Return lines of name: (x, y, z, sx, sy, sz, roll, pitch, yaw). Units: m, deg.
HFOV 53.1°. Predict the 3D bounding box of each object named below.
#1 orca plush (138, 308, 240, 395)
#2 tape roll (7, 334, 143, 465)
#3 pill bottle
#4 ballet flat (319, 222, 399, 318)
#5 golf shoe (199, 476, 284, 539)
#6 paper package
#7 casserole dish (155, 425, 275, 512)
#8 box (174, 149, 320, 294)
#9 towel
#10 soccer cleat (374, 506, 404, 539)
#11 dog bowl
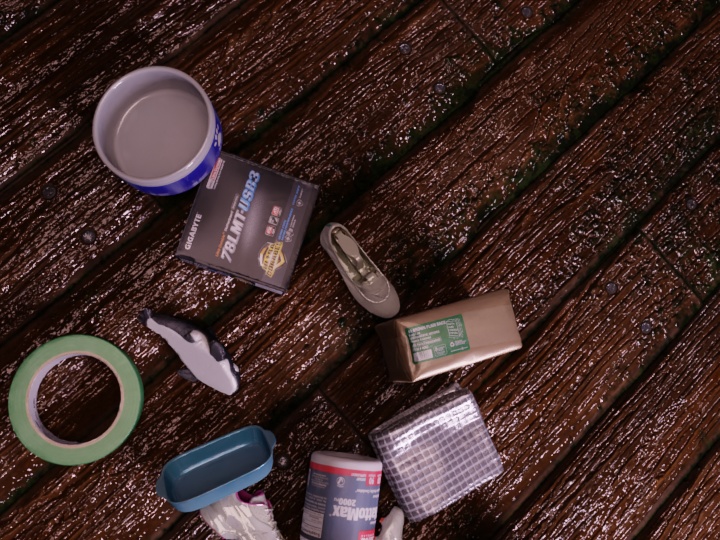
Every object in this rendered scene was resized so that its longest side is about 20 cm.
orca plush: (-0.275, 0.121, 1.198, 0.199, 0.071, 0.106, 29, 122, -1)
tape roll: (-0.450, 0.205, 1.147, 0.198, 0.048, 0.203, 2, 82, -10)
pill bottle: (-0.034, 0.400, 1.158, 0.118, 0.120, 0.202, 9, 81, -9)
ballet flat: (0.000, 0.000, 1.252, 0.069, 0.069, 0.201, -37, 90, -13)
golf shoe: (-0.161, 0.413, 1.153, 0.200, 0.075, 0.092, 39, 83, -4)
paper package: (0.142, 0.109, 1.198, 0.198, 0.191, 0.104, -14, 84, -11)
casserole dish: (-0.224, 0.317, 1.145, 0.198, 0.121, 0.039, -21, 116, -14)
box: (-0.192, -0.083, 1.239, 0.197, 0.050, 0.202, 20, 78, -8)
towel: (0.133, 0.305, 1.221, 0.199, 0.086, 0.167, -26, 88, -13)
soccer cleat: (0.050, 0.492, 1.181, 0.077, 0.069, 0.202, 13, 84, 20)
dog bowl: (-0.333, -0.230, 1.195, 0.198, 0.079, 0.202, -1, 78, 4)
